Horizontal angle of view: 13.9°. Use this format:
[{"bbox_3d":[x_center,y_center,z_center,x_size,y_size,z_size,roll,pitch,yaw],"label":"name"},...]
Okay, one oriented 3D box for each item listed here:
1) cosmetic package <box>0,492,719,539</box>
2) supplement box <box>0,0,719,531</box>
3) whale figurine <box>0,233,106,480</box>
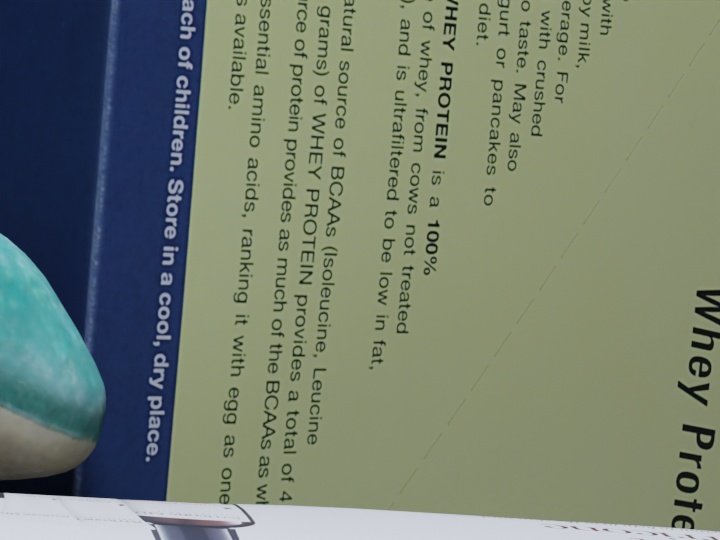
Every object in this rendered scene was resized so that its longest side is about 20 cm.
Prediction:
[{"bbox_3d":[-0.015,0.062,0.432,0.200,0.051,0.083,4,6,-9],"label":"cosmetic package"},{"bbox_3d":[-0.008,-0.028,0.612,0.200,0.200,0.134,2,5,-39],"label":"supplement box"},{"bbox_3d":[-0.120,-0.029,0.447,0.200,0.104,0.159,23,5,-39],"label":"whale figurine"}]
